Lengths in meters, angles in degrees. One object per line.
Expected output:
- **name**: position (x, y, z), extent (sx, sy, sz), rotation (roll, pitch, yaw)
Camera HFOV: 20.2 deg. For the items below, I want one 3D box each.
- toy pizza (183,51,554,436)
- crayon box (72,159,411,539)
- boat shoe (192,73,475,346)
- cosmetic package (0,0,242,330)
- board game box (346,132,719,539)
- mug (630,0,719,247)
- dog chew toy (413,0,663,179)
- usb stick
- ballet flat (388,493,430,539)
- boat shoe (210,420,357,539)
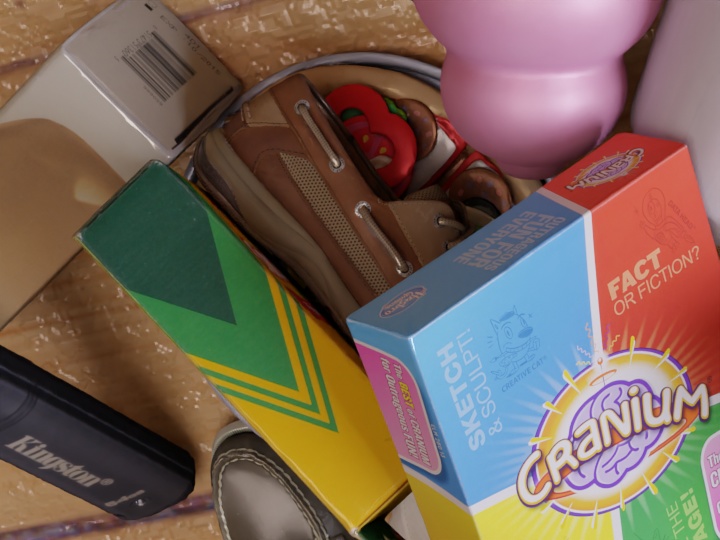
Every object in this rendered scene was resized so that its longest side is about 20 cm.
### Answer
- **toy pizza**: position (0.000, 0.000, 0.933), extent (0.200, 0.032, 0.201), rotation (3, 99, 18)
- **crayon box**: position (-0.026, 0.045, 0.862), extent (0.051, 0.127, 0.200), rotation (-44, 84, 1)
- **boat shoe**: position (0.017, -0.004, 0.872), extent (0.200, 0.076, 0.072), rotation (45, 97, 2)
- **cosmetic package**: position (-0.156, -0.034, 0.951), extent (0.071, 0.105, 0.200), rotation (45, 120, -6)
- **board game box**: position (0.091, 0.069, 0.808), extent (0.040, 0.153, 0.200), rotation (15, 133, 52)
- **mug**: position (0.197, -0.075, 0.809), extent (0.186, 0.149, 0.153), rotation (38, 129, 17)
- **dog chew toy**: position (0.073, -0.135, 0.821), extent (0.124, 0.125, 0.200), rotation (5, 112, 14)
- **usb stick**: position (-0.151, 0.077, 0.975), extent (0.055, 0.033, 0.200), rotation (-32, 145, 15)
- **ballet flat**: position (0.045, 0.152, 1.010), extent (0.069, 0.069, 0.200), rotation (-6, 113, 18)
- **boat shoe**: position (-0.025, 0.171, 1.034), extent (0.072, 0.060, 0.202), rotation (-17, 109, 22)
